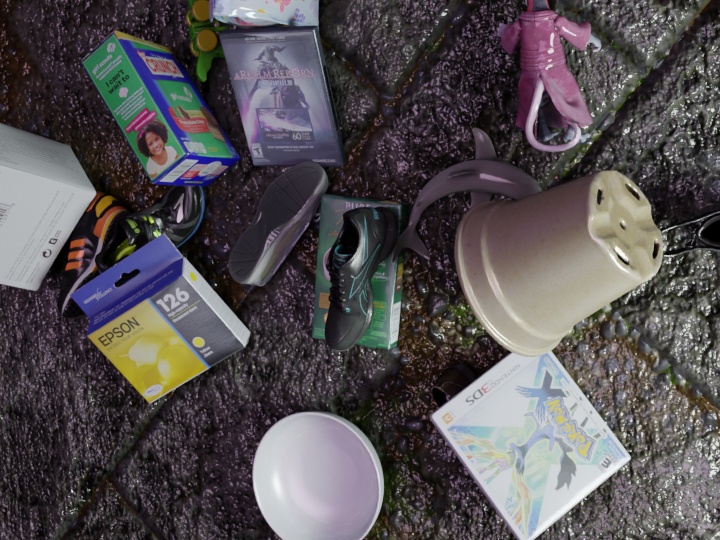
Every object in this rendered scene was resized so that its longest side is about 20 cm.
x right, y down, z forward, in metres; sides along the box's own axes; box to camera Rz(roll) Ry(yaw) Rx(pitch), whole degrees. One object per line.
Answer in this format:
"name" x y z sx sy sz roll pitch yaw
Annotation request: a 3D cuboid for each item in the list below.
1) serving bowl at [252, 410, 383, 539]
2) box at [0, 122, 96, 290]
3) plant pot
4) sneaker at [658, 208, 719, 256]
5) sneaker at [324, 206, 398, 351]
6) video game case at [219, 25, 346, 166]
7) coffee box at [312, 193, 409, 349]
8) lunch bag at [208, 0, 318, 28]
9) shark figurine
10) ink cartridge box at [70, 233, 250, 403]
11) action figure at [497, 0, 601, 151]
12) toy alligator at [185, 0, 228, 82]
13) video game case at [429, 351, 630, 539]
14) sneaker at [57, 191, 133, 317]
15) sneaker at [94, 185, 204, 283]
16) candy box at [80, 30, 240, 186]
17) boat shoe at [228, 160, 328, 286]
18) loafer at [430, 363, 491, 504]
"serving bowl" -0.052 0.292 1.525 0.197 0.066 0.203 3 98 22
"box" -0.535 -0.099 1.592 0.200 0.199 0.131 -53 51 19
"plant pot" 0.243 -0.023 1.268 0.183 0.199 0.203 -29 84 44
"sneaker" 0.453 -0.048 1.259 0.197 0.104 0.061 -6 93 23
"sneaker" -0.018 0.008 1.418 0.075 0.079 0.203 26 104 42
"video game case" -0.104 -0.232 1.464 0.141 0.019 0.202 3 127 22
"coffee box" 0.000 0.000 1.484 0.121 0.044 0.203 6 99 21
"lunch bag" -0.137 -0.406 1.411 0.125 0.200 0.172 6 99 21
"shark figurine" 0.116 -0.103 1.403 0.213 0.089 0.130 -27 84 21
"ink cartridge box" -0.296 0.075 1.569 0.196 0.047 0.200 -30 115 23
"action figure" 0.216 -0.255 1.320 0.132 0.149 0.203 -3 109 28
"toy alligator" -0.218 -0.371 1.531 0.053 0.059 0.203 -8 92 -19
"video game case" 0.217 0.214 1.380 0.181 0.022 0.201 -35 82 -11
"sneaker" -0.415 -0.026 1.646 0.090 0.070 0.201 41 110 29
"sneaker" -0.306 -0.058 1.571 0.199 0.083 0.071 -42 71 6
"candy box" -0.276 -0.221 1.505 0.077 0.169 0.201 -36 83 17
"boat shoe" -0.108 -0.064 1.518 0.074 0.064 0.203 42 104 33
"loafer" 0.144 0.226 1.425 0.073 0.071 0.202 -40 73 49
